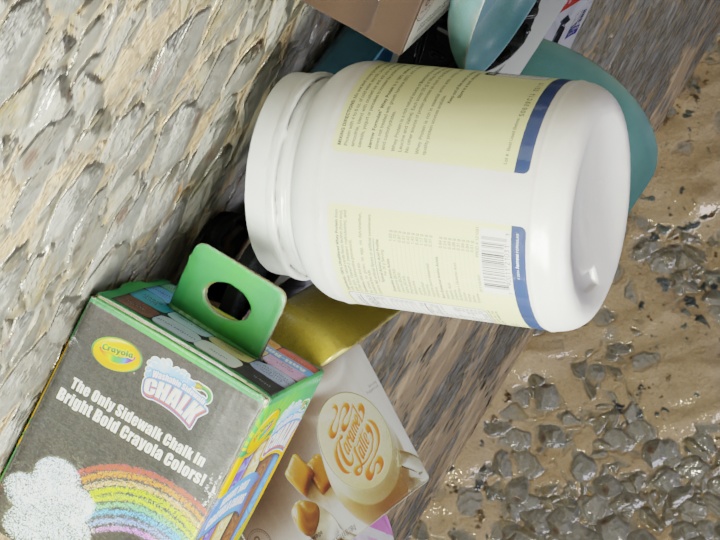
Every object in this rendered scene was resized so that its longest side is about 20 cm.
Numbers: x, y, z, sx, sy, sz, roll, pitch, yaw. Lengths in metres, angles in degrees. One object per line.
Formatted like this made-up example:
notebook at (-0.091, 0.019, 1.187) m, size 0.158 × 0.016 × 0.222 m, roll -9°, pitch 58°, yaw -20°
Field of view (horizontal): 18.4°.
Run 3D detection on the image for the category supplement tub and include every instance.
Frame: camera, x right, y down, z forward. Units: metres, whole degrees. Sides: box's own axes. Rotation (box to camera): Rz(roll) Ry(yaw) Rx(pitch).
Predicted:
supplement tub at (0.047, -0.047, 1.313) m, size 0.145 × 0.199 × 0.146 m, roll 8°, pitch 90°, yaw -68°

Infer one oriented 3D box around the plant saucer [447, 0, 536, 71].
plant saucer at (0.103, -0.212, 1.362) m, size 0.201 × 0.027 × 0.200 m, roll -59°, pitch 170°, yaw -17°

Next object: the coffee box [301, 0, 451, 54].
coffee box at (0.047, -0.228, 1.345) m, size 0.200 × 0.080 × 0.113 m, roll -47°, pitch 165°, yaw -54°

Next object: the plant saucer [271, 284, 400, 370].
plant saucer at (-0.074, 0.062, 1.460) m, size 0.199 × 0.049 × 0.200 m, roll -32°, pitch -179°, yaw 19°

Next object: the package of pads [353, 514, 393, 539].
package of pads at (-0.072, 0.208, 1.662) m, size 0.120 × 0.076 × 0.200 m, roll -29°, pitch 149°, yaw 22°

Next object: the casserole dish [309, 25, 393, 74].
casserole dish at (-0.005, -0.124, 1.499) m, size 0.200 × 0.039 × 0.121 m, roll -54°, pitch 168°, yaw -32°

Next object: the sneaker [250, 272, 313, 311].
sneaker at (0.000, 0.000, 1.617) m, size 0.199 × 0.080 × 0.074 m, roll -27°, pitch -175°, yaw -40°

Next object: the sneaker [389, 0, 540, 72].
sneaker at (0.046, -0.126, 1.474) m, size 0.201 × 0.074 × 0.079 m, roll -54°, pitch 178°, yaw -8°

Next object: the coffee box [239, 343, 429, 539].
coffee box at (-0.054, 0.145, 1.523) m, size 0.079 × 0.115 × 0.200 m, roll -27°, pitch -178°, yaw 38°

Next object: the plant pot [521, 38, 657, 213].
plant pot at (0.115, -0.062, 1.765) m, size 0.161 × 0.200 × 0.201 m, roll -60°, pitch 171°, yaw -30°

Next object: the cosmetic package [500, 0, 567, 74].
cosmetic package at (0.075, -0.154, 1.620) m, size 0.201 × 0.052 × 0.151 m, roll -57°, pitch -163°, yaw -23°

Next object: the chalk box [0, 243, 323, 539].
chalk box at (-0.110, 0.084, 1.301) m, size 0.201 × 0.124 × 0.124 m, roll -61°, pitch 170°, yaw 10°

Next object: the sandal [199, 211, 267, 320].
sandal at (-0.082, -0.008, 1.439) m, size 0.076 × 0.048 × 0.200 m, roll -64°, pitch -178°, yaw 10°

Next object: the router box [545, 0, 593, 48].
router box at (0.148, -0.198, 2.029) m, size 0.180 × 0.049 × 0.200 m, roll -65°, pitch 169°, yaw 23°
